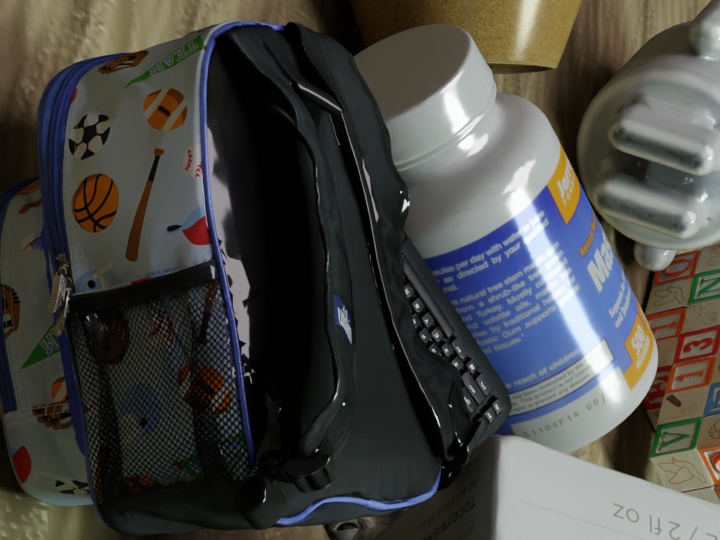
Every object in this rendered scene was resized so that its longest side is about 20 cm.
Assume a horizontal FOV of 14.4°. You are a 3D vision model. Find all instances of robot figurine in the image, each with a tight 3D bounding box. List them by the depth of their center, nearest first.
[{"bbox_3d":[0.197,-0.083,1.696,0.200,0.113,0.170,-43,153,-62],"label":"robot figurine"}]

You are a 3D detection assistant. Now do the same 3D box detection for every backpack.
[{"bbox_3d":[-0.053,0.004,1.084,0.200,0.154,0.191,7,79,-70],"label":"backpack"}]

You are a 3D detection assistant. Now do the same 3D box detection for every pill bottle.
[{"bbox_3d":[0.058,-0.014,1.369,0.200,0.112,0.112,62,28,-29],"label":"pill bottle"}]

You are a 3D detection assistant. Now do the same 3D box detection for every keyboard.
[{"bbox_3d":[0.000,0.000,1.261,0.200,0.040,0.104,55,45,-8],"label":"keyboard"}]

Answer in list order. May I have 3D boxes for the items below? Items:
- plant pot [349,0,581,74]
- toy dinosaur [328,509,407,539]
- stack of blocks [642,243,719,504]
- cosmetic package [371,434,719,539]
[{"bbox_3d":[0.054,-0.200,1.412,0.186,0.186,0.201,-1,91,-65],"label":"plant pot"},{"bbox_3d":[0.063,0.134,1.345,0.200,0.077,0.103,10,81,-59],"label":"toy dinosaur"},{"bbox_3d":[0.221,0.062,1.667,0.059,0.115,0.200,61,29,-28],"label":"stack of blocks"},{"bbox_3d":[0.083,0.207,1.169,0.167,0.166,0.200,18,54,-21],"label":"cosmetic package"}]
